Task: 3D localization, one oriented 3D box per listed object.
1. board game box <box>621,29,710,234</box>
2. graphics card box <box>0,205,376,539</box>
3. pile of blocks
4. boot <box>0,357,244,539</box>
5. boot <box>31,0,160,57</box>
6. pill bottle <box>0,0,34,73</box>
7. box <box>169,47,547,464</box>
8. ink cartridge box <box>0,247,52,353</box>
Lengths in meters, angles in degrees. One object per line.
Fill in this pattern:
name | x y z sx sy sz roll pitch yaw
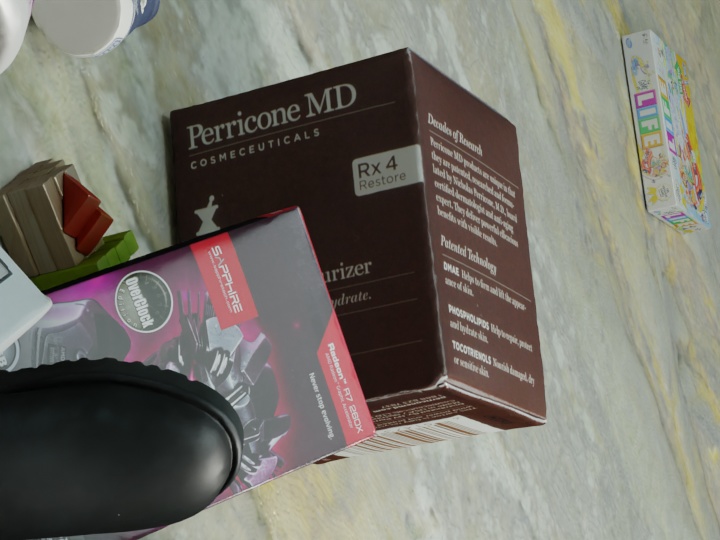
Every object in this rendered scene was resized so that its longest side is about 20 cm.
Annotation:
board game box | 0.337 -0.150 2.207 0.134 0.034 0.200 21 60 -62
graphics card box | -0.098 0.056 0.964 0.200 0.051 0.126 -20 93 -31
pile of blocks | -0.130 0.036 1.021 0.082 0.062 0.200 1 78 -66
boot | -0.153 0.101 0.782 0.163 0.198 0.073 -79 173 -61
boot | -0.161 -0.218 1.084 0.090 0.073 0.200 -57 138 -70
pill bottle | -0.192 -0.186 0.928 0.112 0.112 0.200 53 34 -44
box | 0.000 0.000 1.202 0.164 0.166 0.200 24 57 -61
ink cartridge box | -0.220 -0.025 0.732 0.200 0.084 0.176 49 28 -4
